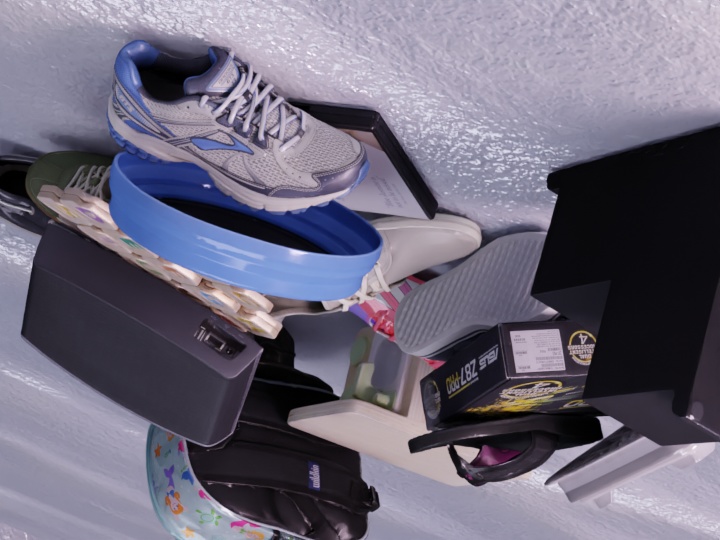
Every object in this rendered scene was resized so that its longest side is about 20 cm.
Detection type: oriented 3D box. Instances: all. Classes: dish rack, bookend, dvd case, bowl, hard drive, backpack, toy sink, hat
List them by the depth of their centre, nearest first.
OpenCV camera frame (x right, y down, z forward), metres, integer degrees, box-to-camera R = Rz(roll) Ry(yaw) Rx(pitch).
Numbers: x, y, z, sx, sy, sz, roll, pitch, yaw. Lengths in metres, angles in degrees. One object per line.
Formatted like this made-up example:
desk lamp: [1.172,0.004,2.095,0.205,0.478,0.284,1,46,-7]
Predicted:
bookend: [0.192,0.026,1.123,0.092,0.202,0.198,29,157,-28]
bowl: [-0.083,-0.032,1.230,0.199,0.040,0.201,17,-165,-5]
dvd case: [-0.054,-0.087,1.303,0.198,0.018,0.143,9,159,25]
dish rack: [0.250,0.124,1.368,0.044,0.171,0.200,58,148,7]
hard drive: [-0.182,0.058,1.398,0.199,0.042,0.135,30,139,6]
toy sink: [0.053,0.113,1.596,0.199,0.113,0.130,22,160,-26]
backpack: [-0.105,0.189,1.623,0.199,0.179,0.150,21,136,-35]
hat: [-0.125,0.085,1.720,0.198,0.082,0.201,1,163,0]

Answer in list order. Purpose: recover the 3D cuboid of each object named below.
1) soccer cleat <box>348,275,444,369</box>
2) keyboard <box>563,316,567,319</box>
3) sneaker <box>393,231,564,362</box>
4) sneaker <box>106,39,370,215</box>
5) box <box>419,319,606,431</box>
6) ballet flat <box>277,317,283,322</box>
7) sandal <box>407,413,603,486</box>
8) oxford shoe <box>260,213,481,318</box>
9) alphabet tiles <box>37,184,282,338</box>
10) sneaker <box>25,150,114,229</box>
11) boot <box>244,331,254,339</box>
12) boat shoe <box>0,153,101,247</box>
soccer cleat: [0.063,0.052,1.478,0.198,0.077,0.067,18,160,-1]
keyboard: [0.215,0.041,1.406,0.126,0.021,0.200,1,154,25]
sneaker: [0.117,0.024,1.364,0.079,0.079,0.199,15,158,-35]
sneaker: [-0.088,-0.103,1.194,0.198,0.077,0.086,17,139,14]
box: [0.165,0.078,1.350,0.198,0.050,0.161,-2,164,-23]
ballet flat: [-0.089,0.002,1.511,0.069,0.070,0.200,9,157,23]
sandal: [0.122,0.142,1.370,0.199,0.048,0.075,3,162,-42]
oxford shoe: [0.000,0.000,1.363,0.198,0.058,0.075,-12,151,13]
alphabet tiles: [-0.154,-0.006,1.336,0.199,0.015,0.195,37,166,-29]
sneaker: [-0.185,-0.064,1.387,0.199,0.068,0.090,19,163,16]
boot: [-0.160,0.043,1.534,0.156,0.080,0.211,13,-166,14]
boat shoe: [-0.233,-0.049,1.477,0.198,0.073,0.063,19,164,12]
